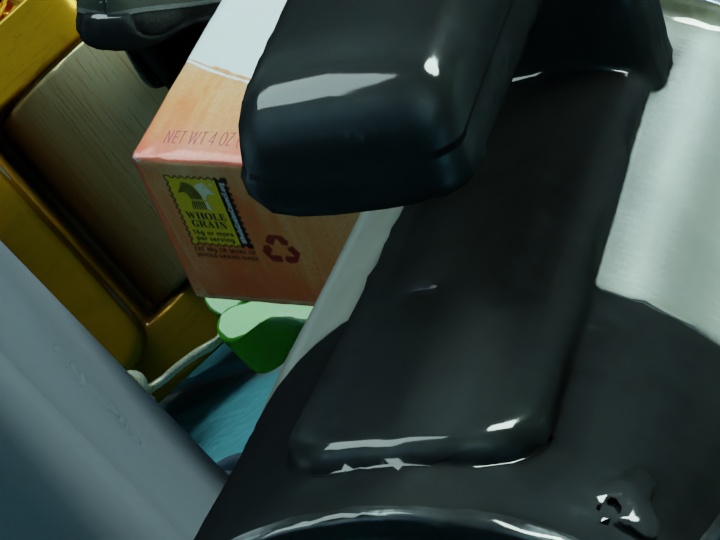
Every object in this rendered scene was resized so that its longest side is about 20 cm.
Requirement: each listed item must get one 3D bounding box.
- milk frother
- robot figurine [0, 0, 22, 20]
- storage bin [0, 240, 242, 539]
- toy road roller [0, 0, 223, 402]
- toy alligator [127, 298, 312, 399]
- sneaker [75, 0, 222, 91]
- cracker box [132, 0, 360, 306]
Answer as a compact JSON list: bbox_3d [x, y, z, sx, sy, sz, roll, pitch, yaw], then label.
[{"bbox_3d":[0.076,0.022,0.478,0.199,0.181,0.188,10,32,9],"label":"milk frother"},{"bbox_3d":[-0.156,-0.060,1.103,0.146,0.058,0.200,-65,17,-9],"label":"robot figurine"},{"bbox_3d":[-0.094,0.073,0.678,0.145,0.135,0.200,-39,15,1],"label":"storage bin"},{"bbox_3d":[-0.113,0.005,0.876,0.200,0.123,0.146,-42,1,1],"label":"toy road roller"},{"bbox_3d":[0.000,0.000,0.820,0.200,0.059,0.054,-41,56,0],"label":"toy alligator"},{"bbox_3d":[-0.029,-0.064,0.856,0.070,0.199,0.083,1,74,30],"label":"sneaker"},{"bbox_3d":[0.041,-0.078,0.770,0.133,0.058,0.201,4,47,27],"label":"cracker box"}]
